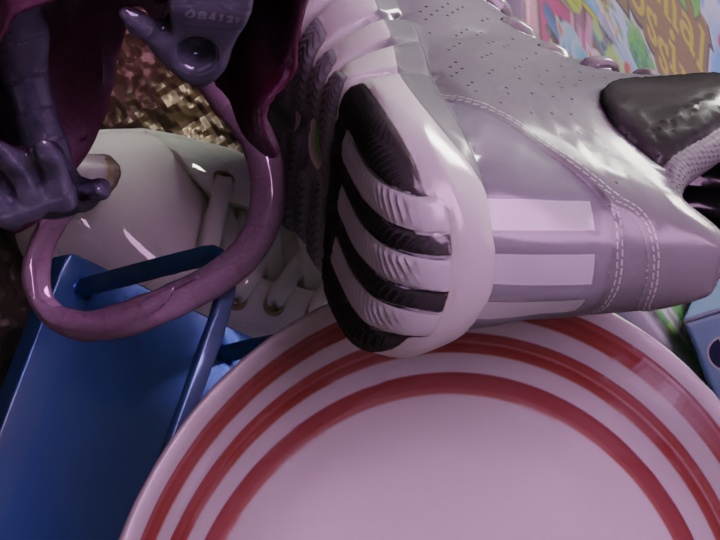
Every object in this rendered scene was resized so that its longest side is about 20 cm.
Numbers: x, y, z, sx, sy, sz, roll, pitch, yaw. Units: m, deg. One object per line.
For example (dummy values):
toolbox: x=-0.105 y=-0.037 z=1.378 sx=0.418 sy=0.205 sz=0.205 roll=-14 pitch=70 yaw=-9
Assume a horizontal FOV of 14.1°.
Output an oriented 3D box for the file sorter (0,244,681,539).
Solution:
file sorter: x=0.002 y=0.093 z=0.767 sx=0.199 sy=0.123 sz=0.139 roll=26 pitch=73 yaw=-22

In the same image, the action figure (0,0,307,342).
action figure: x=-0.054 y=-0.110 z=0.694 sx=0.149 sy=0.133 sz=0.201 roll=65 pitch=9 yaw=-49

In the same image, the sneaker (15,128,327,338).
sneaker: x=0.000 y=0.000 z=0.850 sx=0.199 sy=0.085 sz=0.073 roll=21 pitch=61 yaw=-23

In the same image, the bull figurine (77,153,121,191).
bull figurine: x=-0.083 y=-0.098 z=0.793 sx=0.200 sy=0.065 sz=0.122 roll=-48 pitch=136 yaw=-16

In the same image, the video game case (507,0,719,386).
video game case: x=0.085 y=-0.041 z=0.860 sx=0.200 sy=0.022 sz=0.183 roll=48 pitch=33 yaw=-43

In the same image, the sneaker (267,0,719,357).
sneaker: x=0.038 y=-0.036 z=0.708 sx=0.115 sy=0.075 sz=0.200 roll=1 pitch=28 yaw=-13

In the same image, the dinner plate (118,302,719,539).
dinner plate: x=0.025 y=0.102 z=0.696 sx=0.199 sy=0.024 sz=0.201 roll=3 pitch=83 yaw=-26

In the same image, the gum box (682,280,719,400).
gum box: x=0.163 y=0.067 z=0.877 sx=0.201 sy=0.044 sz=0.170 roll=67 pitch=23 yaw=-15
